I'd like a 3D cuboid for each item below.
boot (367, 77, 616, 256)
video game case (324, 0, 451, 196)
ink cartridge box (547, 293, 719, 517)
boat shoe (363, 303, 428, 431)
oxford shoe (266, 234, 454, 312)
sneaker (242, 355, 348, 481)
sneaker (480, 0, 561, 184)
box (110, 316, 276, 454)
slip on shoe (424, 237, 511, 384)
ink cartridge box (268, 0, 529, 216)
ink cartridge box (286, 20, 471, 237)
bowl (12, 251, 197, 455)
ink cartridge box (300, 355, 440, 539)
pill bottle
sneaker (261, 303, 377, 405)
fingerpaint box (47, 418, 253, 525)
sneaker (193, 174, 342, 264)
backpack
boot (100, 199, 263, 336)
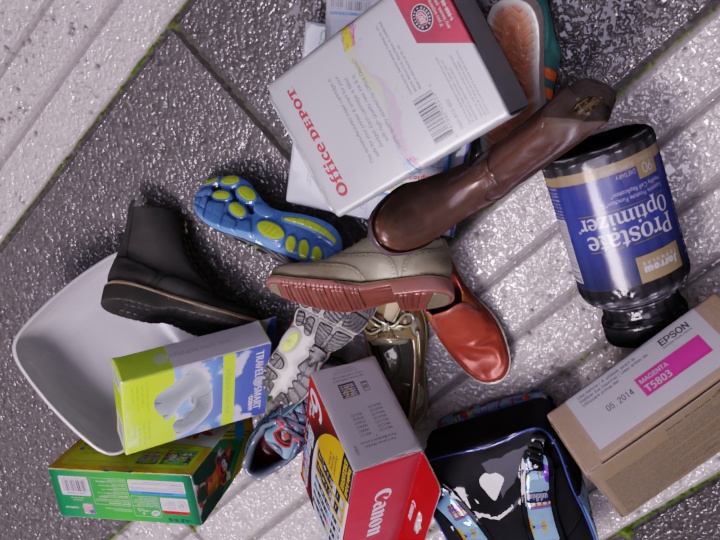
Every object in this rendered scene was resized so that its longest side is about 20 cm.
[{"bbox_3d":[0.116,-0.092,0.673,0.065,0.185,0.200,59,149,-1],"label":"boot"},{"bbox_3d":[0.029,-0.177,0.780,0.141,0.018,0.203,9,109,13],"label":"video game case"},{"bbox_3d":[0.300,0.139,0.743,0.199,0.075,0.165,-37,137,6],"label":"ink cartridge box"},{"bbox_3d":[0.040,0.099,0.884,0.072,0.063,0.204,0,106,17],"label":"boat shoe"},{"bbox_3d":[0.000,0.000,0.800,0.197,0.071,0.075,1,68,4],"label":"oxford shoe"},{"bbox_3d":[-0.075,0.191,0.931,0.079,0.096,0.200,40,114,0],"label":"sneaker"},{"bbox_3d":[0.167,-0.184,0.756,0.071,0.080,0.202,19,134,27],"label":"sneaker"},{"bbox_3d":[-0.184,0.133,0.887,0.048,0.198,0.123,50,143,41],"label":"box"},{"bbox_3d":[0.104,0.046,0.851,0.074,0.061,0.201,-28,99,21],"label":"slip on shoe"},{"bbox_3d":[0.033,-0.164,0.713,0.199,0.083,0.147,-27,94,30],"label":"ink cartridge box"},{"bbox_3d":[0.026,-0.152,0.820,0.197,0.041,0.202,14,110,12],"label":"ink cartridge box"},{"bbox_3d":[-0.302,0.101,0.945,0.199,0.075,0.201,-42,96,-19],"label":"bowl"},{"bbox_3d":[0.003,0.232,0.842,0.083,0.176,0.202,-12,136,-20],"label":"ink cartridge box"},{"bbox_3d":[0.259,-0.032,0.751,0.111,0.112,0.202,-17,102,21],"label":"pill bottle"},{"bbox_3d":[-0.046,0.062,0.877,0.077,0.085,0.200,39,106,-3],"label":"sneaker"},{"bbox_3d":[-0.257,0.239,0.962,0.197,0.167,0.074,-2,109,16],"label":"fingerpaint box"},{"bbox_3d":[-0.110,-0.044,0.872,0.198,0.071,0.083,26,156,15],"label":"sneaker"},{"bbox_3d":[0.176,0.262,0.859,0.181,0.135,0.202,-23,99,22],"label":"backpack"},{"bbox_3d":[-0.201,0.000,0.923,0.198,0.140,0.077,20,149,-29],"label":"boot"}]
